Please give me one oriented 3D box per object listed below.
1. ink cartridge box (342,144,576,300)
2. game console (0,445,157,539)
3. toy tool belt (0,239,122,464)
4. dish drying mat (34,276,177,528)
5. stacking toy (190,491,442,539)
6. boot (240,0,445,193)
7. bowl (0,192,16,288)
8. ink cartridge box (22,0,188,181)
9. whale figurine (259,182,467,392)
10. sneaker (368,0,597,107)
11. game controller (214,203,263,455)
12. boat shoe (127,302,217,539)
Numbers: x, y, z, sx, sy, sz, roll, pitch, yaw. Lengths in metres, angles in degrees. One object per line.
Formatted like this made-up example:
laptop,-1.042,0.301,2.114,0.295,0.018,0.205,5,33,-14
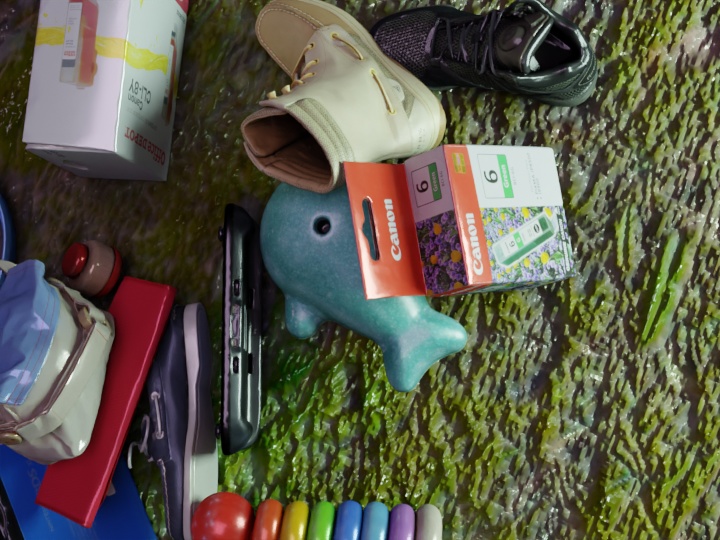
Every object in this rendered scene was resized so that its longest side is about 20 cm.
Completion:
ink cartridge box,0.081,-0.039,0.890,0.050,0.198,0.111,-17,80,46
game console,-0.292,0.207,1.008,0.169,0.118,0.202,-21,81,-25
toy tool belt,-0.266,0.048,0.928,0.124,0.122,0.203,-22,52,42
dish drying mat,-0.208,0.104,0.949,0.076,0.018,0.203,10,77,40
stacking toy,-0.037,0.214,0.917,0.197,0.085,0.087,10,86,-1
boot,-0.047,-0.144,0.928,0.200,0.155,0.073,42,133,19
bowl,-0.402,-0.017,1.035,0.197,0.039,0.204,-1,85,9
ink cartridge box,-0.207,-0.186,0.969,0.082,0.145,0.204,6,86,8
whale figurine,0.000,0.000,0.937,0.158,0.104,0.201,-37,78,3
sneaker,0.095,-0.186,0.939,0.196,0.114,0.077,14,85,12
game controller,-0.104,0.049,0.950,0.041,0.104,0.204,-1,84,4
boat shoe,-0.158,0.127,0.966,0.061,0.075,0.204,-4,82,7
